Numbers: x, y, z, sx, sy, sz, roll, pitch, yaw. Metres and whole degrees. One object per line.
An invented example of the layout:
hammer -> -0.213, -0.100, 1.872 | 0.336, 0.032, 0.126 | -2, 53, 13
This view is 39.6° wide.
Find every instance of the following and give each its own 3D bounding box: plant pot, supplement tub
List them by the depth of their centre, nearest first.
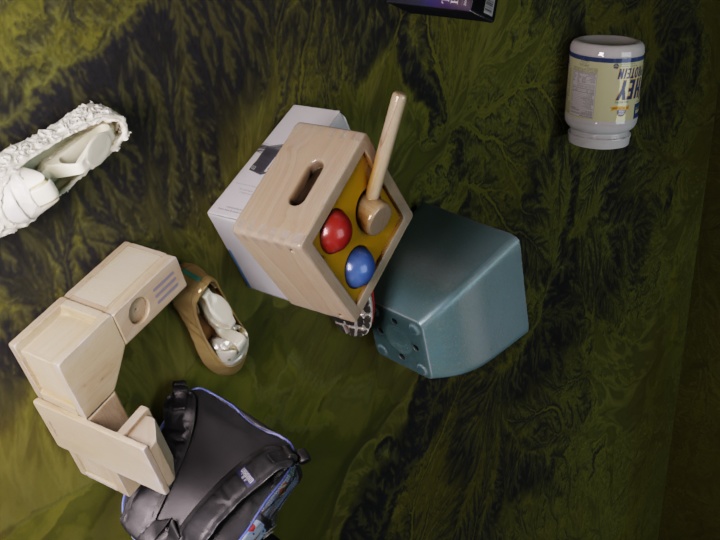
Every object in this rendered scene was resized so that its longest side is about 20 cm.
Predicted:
plant pot -> 0.119, 0.049, 1.550 | 0.200, 0.195, 0.197 | -40, 135, -31
supplement tub -> 0.479, -0.353, 1.976 | 0.145, 0.144, 0.202 | -29, 126, -49

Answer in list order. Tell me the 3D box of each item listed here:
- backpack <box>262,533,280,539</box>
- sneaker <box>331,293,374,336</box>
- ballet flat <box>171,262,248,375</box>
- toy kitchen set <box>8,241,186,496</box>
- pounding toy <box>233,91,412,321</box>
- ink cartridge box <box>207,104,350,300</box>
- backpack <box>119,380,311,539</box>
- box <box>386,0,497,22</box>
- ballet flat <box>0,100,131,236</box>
backpack -> -0.163, 0.440, 1.297 | 0.199, 0.162, 0.169 | -20, 149, -53
sneaker -> 0.000, 0.000, 1.443 | 0.085, 0.076, 0.202 | -37, 133, -51
ballet flat -> -0.172, 0.071, 1.210 | 0.069, 0.063, 0.201 | -57, 144, -25
toy kitchen set -> -0.221, 0.117, 1.058 | 0.181, 0.162, 0.201 | -48, 140, -36
pounding toy -> -0.018, -0.077, 1.145 | 0.201, 0.141, 0.184 | -61, 143, -21
ink cartridge box -> -0.083, -0.087, 1.264 | 0.201, 0.083, 0.146 | -55, 142, -28
backpack -> -0.182, 0.262, 1.180 | 0.191, 0.199, 0.155 | -52, 155, -27
box -> 0.129, -0.458, 1.389 | 0.079, 0.140, 0.203 | 1, 102, -55
ballet flat -> -0.295, -0.096, 0.947 | 0.200, 0.071, 0.072 | -50, 140, -33
